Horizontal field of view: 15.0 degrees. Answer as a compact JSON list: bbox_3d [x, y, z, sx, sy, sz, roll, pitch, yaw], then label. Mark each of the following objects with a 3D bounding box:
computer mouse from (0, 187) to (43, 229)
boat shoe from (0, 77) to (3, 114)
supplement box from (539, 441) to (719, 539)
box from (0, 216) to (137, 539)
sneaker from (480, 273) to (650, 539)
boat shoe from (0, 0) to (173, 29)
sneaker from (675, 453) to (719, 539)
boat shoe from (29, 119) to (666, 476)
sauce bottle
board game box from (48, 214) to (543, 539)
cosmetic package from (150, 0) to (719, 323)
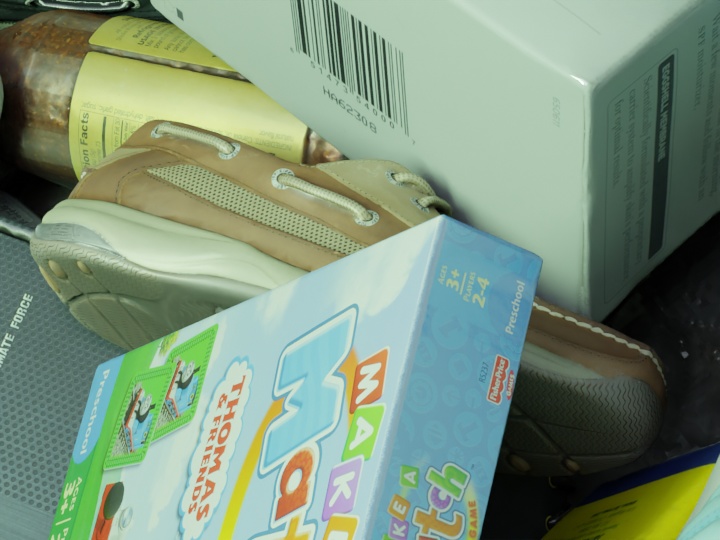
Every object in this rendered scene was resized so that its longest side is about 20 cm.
[{"bbox_3d":[-0.135,0.054,0.929,0.140,0.046,0.200,-44,59,-6],"label":"computer mouse"},{"bbox_3d":[-0.208,-0.035,0.945,0.202,0.075,0.086,-32,28,16],"label":"boat shoe"},{"bbox_3d":[0.052,0.153,0.733,0.200,0.110,0.109,-41,92,-21],"label":"supplement box"},{"bbox_3d":[-0.135,0.081,0.841,0.157,0.051,0.200,21,68,6],"label":"box"},{"bbox_3d":[0.049,0.082,0.844,0.106,0.075,0.200,38,79,8],"label":"sneaker"},{"bbox_3d":[-0.093,-0.125,0.962,0.199,0.066,0.075,2,71,20],"label":"boat shoe"},{"bbox_3d":[0.118,0.071,0.670,0.074,0.082,0.200,42,68,-6],"label":"sneaker"},{"bbox_3d":[0.000,0.000,0.800,0.200,0.076,0.072,19,62,19],"label":"boat shoe"},{"bbox_3d":[-0.079,-0.056,0.934,0.200,0.066,0.066,14,76,25],"label":"sauce bottle"},{"bbox_3d":[-0.033,0.080,0.719,0.200,0.037,0.152,-23,48,56],"label":"board game box"},{"bbox_3d":[0.065,-0.126,0.843,0.200,0.123,0.199,-40,61,-23],"label":"cosmetic package"}]
